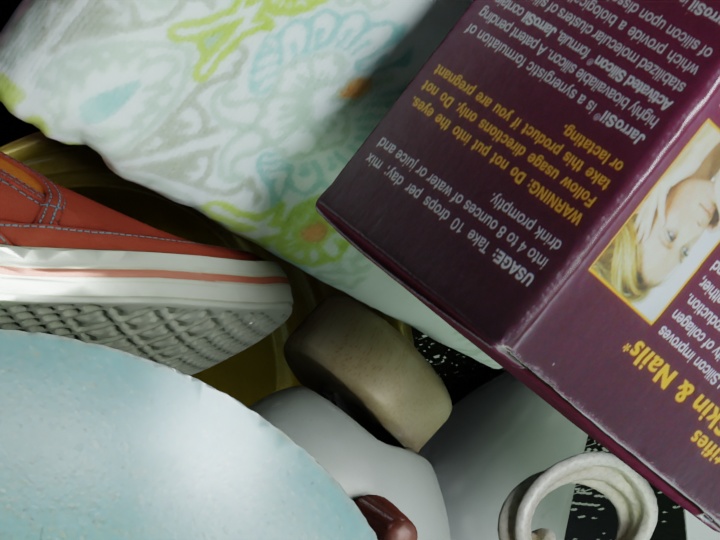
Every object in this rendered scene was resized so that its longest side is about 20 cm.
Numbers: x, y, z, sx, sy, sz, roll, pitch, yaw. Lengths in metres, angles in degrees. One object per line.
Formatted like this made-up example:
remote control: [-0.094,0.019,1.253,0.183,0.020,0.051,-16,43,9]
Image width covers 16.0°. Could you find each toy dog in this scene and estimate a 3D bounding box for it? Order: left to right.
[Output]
toy dog: [0.021,0.098,0.727,0.200,0.132,0.096,31,180,-34]

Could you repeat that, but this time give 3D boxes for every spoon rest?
spoon rest: [0.051,0.065,0.935,0.060,0.100,0.200,-13,138,-17]

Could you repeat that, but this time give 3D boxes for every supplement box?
supplement box: [0.100,-0.052,0.634,0.200,0.086,0.110,-52,133,1]

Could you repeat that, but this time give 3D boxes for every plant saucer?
plant saucer: [-0.089,0.102,0.653,0.200,0.039,0.202,2,128,3]

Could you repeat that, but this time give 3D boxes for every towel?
towel: [0.026,-0.072,0.669,0.200,0.048,0.171,29,104,-39]

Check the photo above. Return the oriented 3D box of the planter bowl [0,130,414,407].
planter bowl: [-0.088,0.043,0.752,0.200,0.201,0.083,23,-176,-34]

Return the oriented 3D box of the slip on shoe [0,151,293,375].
slip on shoe: [-0.100,-0.008,0.640,0.199,0.061,0.074,10,150,-36]

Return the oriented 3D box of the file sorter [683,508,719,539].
file sorter: [0.195,0.009,0.807,0.199,0.125,0.139,-6,147,6]
